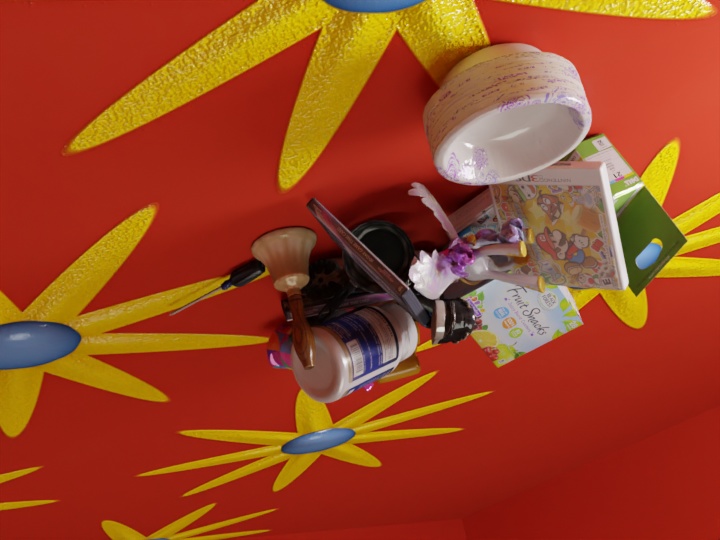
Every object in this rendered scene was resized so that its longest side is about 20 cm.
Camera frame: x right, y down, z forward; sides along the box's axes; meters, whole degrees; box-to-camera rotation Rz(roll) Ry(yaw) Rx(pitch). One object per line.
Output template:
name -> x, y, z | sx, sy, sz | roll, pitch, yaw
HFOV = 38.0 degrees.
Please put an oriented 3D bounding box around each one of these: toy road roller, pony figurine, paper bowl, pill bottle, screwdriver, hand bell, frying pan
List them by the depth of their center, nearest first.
paper bowl -> 0.173, -0.196, 1.273 | 0.197, 0.106, 0.201 | -13, 157, -5
pony figurine -> 0.150, -0.022, 1.507 | 0.196, 0.169, 0.193 | -5, 148, 25
hand bell -> -0.094, 0.050, 1.550 | 0.102, 0.204, 0.105 | -12, 158, -5
frying pan -> 0.016, 0.011, 1.614 | 0.113, 0.031, 0.193 | 22, 110, 1
pill bottle -> -0.005, 0.122, 1.631 | 0.198, 0.117, 0.115 | -19, 167, -47
screwdriver -> -0.229, 0.036, 1.652 | 0.198, 0.030, 0.028 | -31, 152, 23
toy road roller -> 0.053, 0.138, 1.904 | 0.120, 0.149, 0.201 | -13, 157, -1

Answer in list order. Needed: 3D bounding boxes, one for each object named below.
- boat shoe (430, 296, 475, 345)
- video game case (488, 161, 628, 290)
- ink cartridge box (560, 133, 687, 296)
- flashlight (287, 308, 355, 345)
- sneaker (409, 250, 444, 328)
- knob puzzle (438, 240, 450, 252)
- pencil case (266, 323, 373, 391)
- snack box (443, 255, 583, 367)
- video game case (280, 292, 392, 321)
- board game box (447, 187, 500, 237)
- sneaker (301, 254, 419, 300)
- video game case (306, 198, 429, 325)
boat shoe -> 0.135, 0.072, 1.547 | 0.059, 0.076, 0.200 | 2, 173, 2
video game case -> 0.280, -0.064, 1.496 | 0.179, 0.023, 0.203 | 5, 128, 36
ink cartridge box -> 0.351, -0.070, 1.503 | 0.075, 0.201, 0.149 | -20, 155, -34
flashlight -> -0.056, 0.097, 1.742 | 0.067, 0.069, 0.200 | 21, -159, 13
sneaker -> 0.137, 0.050, 1.754 | 0.072, 0.114, 0.198 | -13, 154, 41
knob puzzle -> 0.210, -0.019, 1.790 | 0.215, 0.031, 0.220 | -12, 157, -5
pencil case -> -0.070, 0.153, 1.837 | 0.197, 0.090, 0.088 | 14, 173, 33
snack box -> 0.246, 0.050, 1.695 | 0.167, 0.068, 0.200 | -28, 135, 15
video game case -> -0.031, 0.046, 1.726 | 0.196, 0.019, 0.143 | -11, -173, -6
board game box -> 0.233, -0.069, 1.642 | 0.125, 0.035, 0.199 | -34, 146, 21
sneaker -> 0.000, 0.000, 1.675 | 0.196, 0.079, 0.086 | -7, 179, 5
video game case -> 0.012, -0.011, 1.484 | 0.019, 0.200, 0.143 | -44, 156, -3
